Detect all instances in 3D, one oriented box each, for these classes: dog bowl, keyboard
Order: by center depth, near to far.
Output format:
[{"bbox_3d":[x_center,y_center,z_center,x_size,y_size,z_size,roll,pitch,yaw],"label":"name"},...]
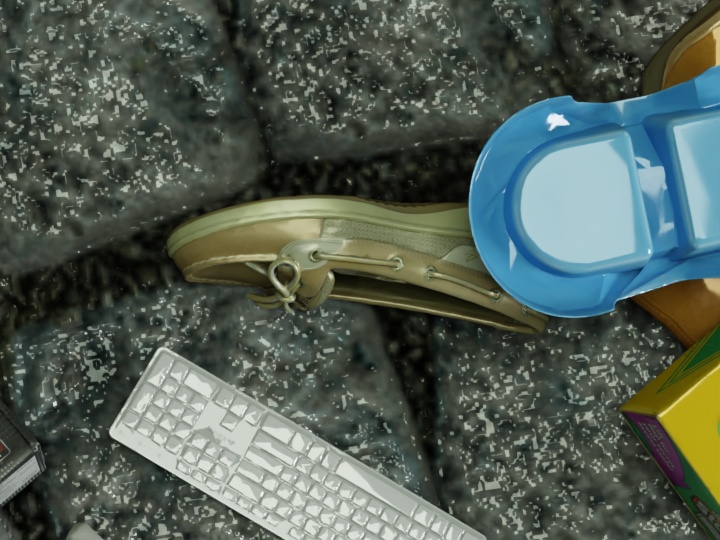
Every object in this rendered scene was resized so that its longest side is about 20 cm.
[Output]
[{"bbox_3d":[0.147,-0.041,1.492,0.200,0.050,0.112,-12,91,-10],"label":"dog bowl"},{"bbox_3d":[-0.032,0.113,1.520,0.200,0.011,0.056,31,77,-2],"label":"keyboard"}]

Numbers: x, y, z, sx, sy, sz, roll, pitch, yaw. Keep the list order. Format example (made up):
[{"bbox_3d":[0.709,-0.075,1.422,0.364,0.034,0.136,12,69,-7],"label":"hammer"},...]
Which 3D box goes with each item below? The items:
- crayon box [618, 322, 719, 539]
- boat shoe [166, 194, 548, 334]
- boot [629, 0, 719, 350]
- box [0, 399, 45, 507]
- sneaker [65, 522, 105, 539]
[{"bbox_3d":[0.261,0.097,1.518,0.173,0.058,0.200,-39,102,-11],"label":"crayon box"},{"bbox_3d":[0.000,0.001,1.515,0.201,0.073,0.063,2,75,-15],"label":"boat shoe"},{"bbox_3d":[0.206,-0.060,1.562,0.144,0.071,0.201,44,80,-5],"label":"boot"},{"bbox_3d":[-0.283,0.099,1.455,0.200,0.044,0.160,-39,77,-13],"label":"box"},{"bbox_3d":[-0.120,0.170,1.464,0.200,0.074,0.089,4,75,-3],"label":"sneaker"}]
